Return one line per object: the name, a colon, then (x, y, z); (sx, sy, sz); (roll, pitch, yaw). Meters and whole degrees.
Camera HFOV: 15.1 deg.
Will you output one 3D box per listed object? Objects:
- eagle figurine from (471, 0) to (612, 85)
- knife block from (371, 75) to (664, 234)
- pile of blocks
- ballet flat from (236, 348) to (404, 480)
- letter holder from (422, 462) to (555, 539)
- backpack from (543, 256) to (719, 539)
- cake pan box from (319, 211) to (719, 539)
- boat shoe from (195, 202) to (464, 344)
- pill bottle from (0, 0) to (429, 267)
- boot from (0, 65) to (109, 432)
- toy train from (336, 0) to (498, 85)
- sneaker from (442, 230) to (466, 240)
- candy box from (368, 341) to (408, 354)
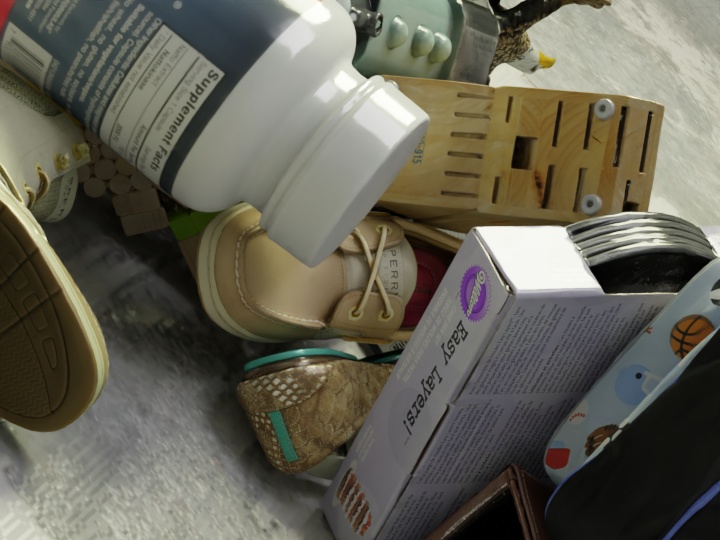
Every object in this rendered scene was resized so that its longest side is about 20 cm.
eagle figurine: (0.063, -0.134, 1.701); (0.151, 0.200, 0.152); (36, 27, -20)
knife block: (0.084, -0.048, 1.369); (0.200, 0.064, 0.176); (7, -5, 29)
pile of blocks: (-0.106, -0.064, 1.359); (0.200, 0.082, 0.062); (39, 20, -20)
ballet flat: (-0.003, 0.072, 1.356); (0.200, 0.070, 0.065); (-2, 79, -63)
letter holder: (0.116, 0.208, 1.253); (0.200, 0.101, 0.142); (34, 24, -32)
backpack: (0.191, 0.101, 1.219); (0.190, 0.200, 0.154); (37, 13, -38)
cake pan box: (0.099, 0.059, 1.283); (0.184, 0.200, 0.052); (-3, 46, -33)
boat shoe: (0.000, 0.000, 1.334); (0.200, 0.069, 0.074); (1, 86, -54)
pill bottle: (-0.072, -0.098, 1.255); (0.200, 0.120, 0.120); (39, 18, 5)
boot: (-0.157, -0.021, 1.184); (0.200, 0.072, 0.155); (49, 16, 10)
toy train: (-0.010, -0.130, 1.390); (0.114, 0.085, 0.200); (17, 2, 25)
sneaker: (-0.001, -0.092, 1.655); (0.200, 0.074, 0.116); (38, 23, -21)
candy box: (0.112, 0.099, 1.509); (0.168, 0.072, 0.200); (19, 33, -53)
